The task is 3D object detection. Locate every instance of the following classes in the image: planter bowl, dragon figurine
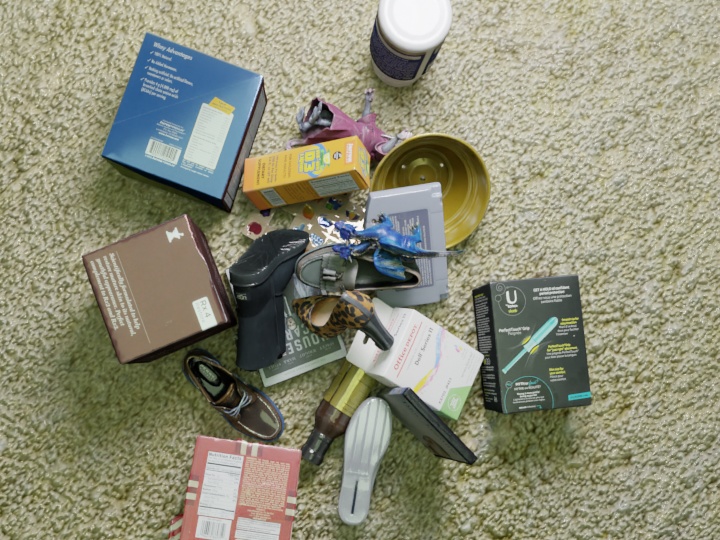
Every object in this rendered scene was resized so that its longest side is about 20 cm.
[{"bbox_3d":[0.107,-0.137,1.294,0.195,0.084,0.204,-2,117,-4],"label":"planter bowl"},{"bbox_3d":[0.053,-0.029,1.186,0.197,0.100,0.060,23,128,2],"label":"dragon figurine"}]

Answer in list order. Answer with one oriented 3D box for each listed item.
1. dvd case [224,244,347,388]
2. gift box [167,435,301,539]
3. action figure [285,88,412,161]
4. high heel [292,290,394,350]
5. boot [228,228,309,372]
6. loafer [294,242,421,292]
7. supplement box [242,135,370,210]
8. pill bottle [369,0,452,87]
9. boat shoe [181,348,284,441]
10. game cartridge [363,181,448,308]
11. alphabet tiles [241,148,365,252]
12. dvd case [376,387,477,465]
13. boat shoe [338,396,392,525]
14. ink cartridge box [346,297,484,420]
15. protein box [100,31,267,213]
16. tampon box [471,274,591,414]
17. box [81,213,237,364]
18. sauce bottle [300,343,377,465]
[{"bbox_3d":[-0.121,0.070,1.303,0.147,0.025,0.204,-20,86,-6],"label":"dvd case"},{"bbox_3d":[-0.190,0.362,1.187,0.180,0.187,0.204,14,69,-5],"label":"gift box"},{"bbox_3d":[-0.003,-0.209,1.299,0.197,0.135,0.150,17,121,-28],"label":"action figure"},{"bbox_3d":[-0.050,0.049,1.195,0.197,0.143,0.072,17,68,35],"label":"high heel"},{"bbox_3d":[-0.139,0.044,1.238,0.075,0.200,0.172,10,118,19],"label":"boot"},{"bbox_3d":[0.000,0.000,1.217,0.195,0.063,0.073,-1,113,-16],"label":"loafer"},{"bbox_3d":[-0.085,-0.153,1.256,0.196,0.069,0.068,-9,63,17],"label":"supplement box"},{"bbox_3d":[0.073,-0.371,1.270,0.113,0.200,0.119,1,84,-5],"label":"pill bottle"},{"bbox_3d":[-0.205,0.203,1.259,0.198,0.072,0.073,37,83,-1],"label":"boat shoe"},{"bbox_3d":[0.071,-0.037,1.275,0.130,0.041,0.204,-10,117,-5],"label":"game cartridge"},{"bbox_3d":[-0.071,-0.087,1.312,0.197,0.008,0.169,28,78,4],"label":"alphabet tiles"},{"bbox_3d":[0.096,0.235,1.217,0.018,0.200,0.143,-44,90,-14],"label":"dvd case"},{"bbox_3d":[0.000,0.297,1.269,0.071,0.071,0.204,16,90,-3],"label":"boat shoe"},{"bbox_3d":[0.087,0.138,1.254,0.198,0.067,0.119,32,76,-24],"label":"ink cartridge box"},{"bbox_3d":[-0.271,-0.228,1.261,0.195,0.135,0.204,19,84,-2],"label":"protein box"},{"bbox_3d":[0.271,0.118,1.280,0.146,0.126,0.205,-4,84,-6],"label":"tampon box"},{"bbox_3d":[-0.294,0.034,1.204,0.161,0.200,0.169,-21,86,-6],"label":"box"},{"bbox_3d":[-0.032,0.214,1.279,0.064,0.065,0.202,33,84,-1],"label":"sauce bottle"}]
